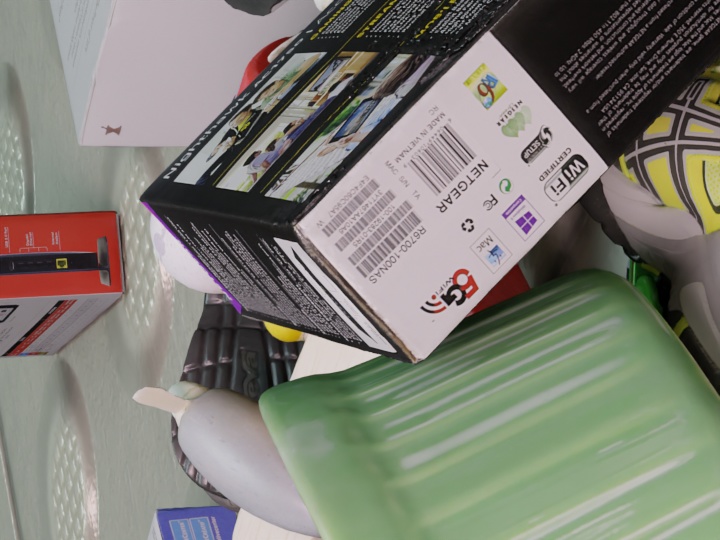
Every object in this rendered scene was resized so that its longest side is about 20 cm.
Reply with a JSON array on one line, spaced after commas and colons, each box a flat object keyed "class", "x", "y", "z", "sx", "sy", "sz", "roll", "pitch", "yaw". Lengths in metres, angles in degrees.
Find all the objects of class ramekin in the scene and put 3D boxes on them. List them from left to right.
[{"class": "ramekin", "x": 0.063, "y": 0.097, "z": 0.719, "sx": 0.200, "sy": 0.098, "sz": 0.200, "roll": 61, "pitch": 178, "yaw": 3}]

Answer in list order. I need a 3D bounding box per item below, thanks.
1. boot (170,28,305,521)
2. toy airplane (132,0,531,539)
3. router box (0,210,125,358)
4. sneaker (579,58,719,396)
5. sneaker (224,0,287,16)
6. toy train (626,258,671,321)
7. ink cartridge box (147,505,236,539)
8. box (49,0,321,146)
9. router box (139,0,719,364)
[{"class": "boot", "x": -0.025, "y": 0.011, "z": 1.124, "sx": 0.132, "sy": 0.070, "sz": 0.200, "roll": 66, "pitch": -138, "yaw": -71}, {"class": "toy airplane", "x": 0.000, "y": 0.000, "z": 0.935, "sx": 0.199, "sy": 0.141, "sz": 0.200, "roll": -18, "pitch": 68, "yaw": 61}, {"class": "router box", "x": -0.244, "y": 0.014, "z": 1.616, "sx": 0.200, "sy": 0.179, "sz": 0.049, "roll": 148, "pitch": 118, "yaw": -68}, {"class": "sneaker", "x": 0.109, "y": -0.026, "z": 0.752, "sx": 0.076, "sy": 0.075, "sz": 0.200, "roll": -59, "pitch": 32, "yaw": 19}, {"class": "sneaker", "x": -0.012, "y": -0.146, "z": 1.057, "sx": 0.200, "sy": 0.086, "sz": 0.080, "roll": 25, "pitch": 146, "yaw": 59}, {"class": "toy train", "x": 0.090, "y": 0.085, "z": 0.845, "sx": 0.056, "sy": 0.042, "sz": 0.200, "roll": -120, "pitch": 32, "yaw": -75}, {"class": "ink cartridge box", "x": -0.053, "y": 0.193, "z": 1.224, "sx": 0.200, "sy": 0.076, "sz": 0.136, "roll": 106, "pitch": 154, "yaw": -46}, {"class": "box", "x": -0.083, "y": -0.169, "z": 1.243, "sx": 0.124, "sy": 0.097, "sz": 0.200, "roll": 111, "pitch": 151, "yaw": -49}, {"class": "router box", "x": 0.043, "y": -0.068, "z": 0.749, "sx": 0.051, "sy": 0.200, "sz": 0.149, "roll": 48, "pitch": 169, "yaw": -16}]
